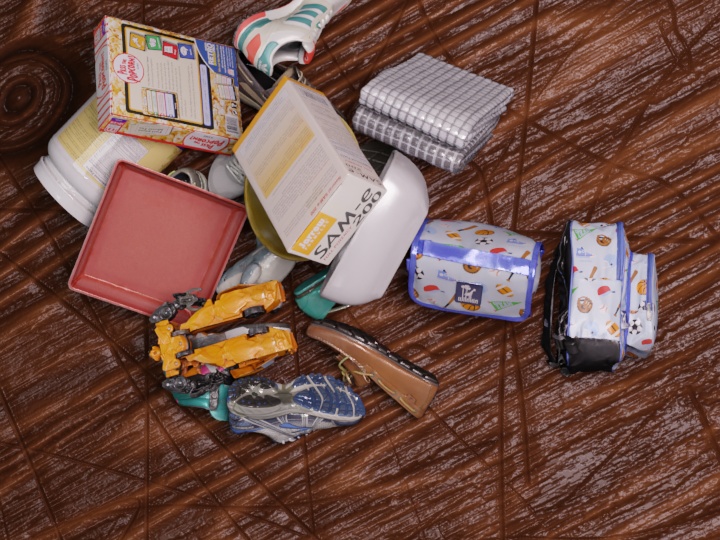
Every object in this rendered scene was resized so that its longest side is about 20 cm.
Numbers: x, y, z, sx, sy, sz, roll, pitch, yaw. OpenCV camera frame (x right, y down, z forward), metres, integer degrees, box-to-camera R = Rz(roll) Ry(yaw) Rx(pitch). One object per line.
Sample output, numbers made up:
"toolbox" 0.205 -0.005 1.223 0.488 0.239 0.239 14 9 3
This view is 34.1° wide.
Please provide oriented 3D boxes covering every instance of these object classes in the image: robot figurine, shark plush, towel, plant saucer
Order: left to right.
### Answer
"plant saucer" -0.283 -0.038 1.643 0.197 0.037 0.202 20 105 -20
"robot figurine" -0.190 0.090 1.587 0.197 0.058 0.147 -16 75 8
"shark plush" -0.131 -0.038 1.663 0.083 0.090 0.202 33 97 41
"towel" 0.097 -0.213 1.581 0.164 0.200 0.087 24 121 15

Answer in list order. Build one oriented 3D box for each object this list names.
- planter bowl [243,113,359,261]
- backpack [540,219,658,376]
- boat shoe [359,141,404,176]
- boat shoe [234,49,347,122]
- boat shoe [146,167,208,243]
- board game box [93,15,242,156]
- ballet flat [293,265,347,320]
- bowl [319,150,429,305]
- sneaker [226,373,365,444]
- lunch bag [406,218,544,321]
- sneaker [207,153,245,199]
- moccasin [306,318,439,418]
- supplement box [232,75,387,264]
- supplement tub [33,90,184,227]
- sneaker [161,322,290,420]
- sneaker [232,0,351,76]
"planter bowl" -0.054 -0.111 1.546 0.198 0.083 0.204 -3 85 36
"backpack" 0.313 0.031 1.527 0.151 0.200 0.194 -4 78 4
"boat shoe" -0.019 -0.100 1.645 0.200 0.074 0.076 -42 66 -13
"boat shoe" -0.107 -0.248 1.659 0.198 0.074 0.075 29 63 10
"boat shoe" -0.295 -0.062 1.691 0.072 0.060 0.203 34 91 10
"board game box" -0.258 -0.248 1.588 0.046 0.198 0.154 -33 57 48
"ballet flat" 0.000 0.000 1.644 0.199 0.067 0.071 -38 105 5
"bowl" 0.026 -0.048 1.504 0.074 0.200 0.202 28 101 -2
"sneaker" -0.092 0.196 1.627 0.197 0.078 0.086 6 129 -14
"lunch bag" 0.153 -0.002 1.543 0.167 0.200 0.126 10 87 9
"sneaker" -0.153 -0.159 1.636 0.075 0.087 0.199 46 121 -8
"moccasin" 0.010 0.134 1.619 0.200 0.074 0.078 31 97 -7
"supplement box" -0.066 -0.124 1.439 0.126 0.073 0.201 -49 49 22
"supplement tub" -0.351 -0.174 1.667 0.200 0.145 0.146 -44 80 4
"sneaker" -0.183 0.148 1.643 0.197 0.084 0.123 -15 78 15
"sneaker" -0.077 -0.334 1.644 0.198 0.071 0.094 -30 69 -24
